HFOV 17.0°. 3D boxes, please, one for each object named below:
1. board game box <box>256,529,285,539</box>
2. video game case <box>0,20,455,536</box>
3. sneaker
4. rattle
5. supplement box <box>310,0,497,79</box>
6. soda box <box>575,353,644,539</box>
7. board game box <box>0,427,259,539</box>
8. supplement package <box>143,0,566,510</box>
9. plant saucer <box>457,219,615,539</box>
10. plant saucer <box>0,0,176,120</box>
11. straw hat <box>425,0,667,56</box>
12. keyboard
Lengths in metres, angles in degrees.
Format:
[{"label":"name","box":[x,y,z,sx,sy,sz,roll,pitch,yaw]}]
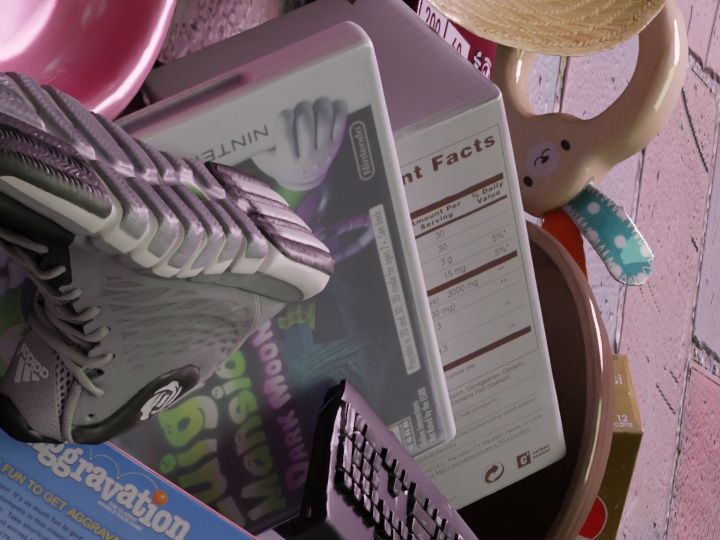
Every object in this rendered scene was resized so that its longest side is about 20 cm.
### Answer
[{"label":"board game box","box":[-0.067,0.201,0.937,0.103,0.105,0.200,-56,171,28]},{"label":"video game case","box":[-0.060,0.025,0.918,0.182,0.023,0.200,-25,129,-15]},{"label":"sneaker","box":[-0.099,0.010,0.808,0.116,0.075,0.200,-49,145,14]},{"label":"rattle","box":[0.101,-0.093,1.297,0.143,0.130,0.200,53,48,-65]},{"label":"supplement box","box":[0.036,-0.186,1.201,0.109,0.061,0.200,39,58,-62]},{"label":"soda box","box":[0.102,0.139,1.329,0.064,0.068,0.200,-96,-168,-49]},{"label":"board game box","box":[-0.067,0.135,0.851,0.103,0.200,0.019,-57,-179,-24]},{"label":"supplement package","box":[0.000,0.000,1.029,0.117,0.117,0.200,-24,128,-14]},{"label":"plant saucer","box":[0.053,0.073,1.141,0.029,0.200,0.201,15,79,-35]},{"label":"plant saucer","box":[-0.125,-0.143,0.825,0.200,0.051,0.201,1,90,-66]},{"label":"straw hat","box":[0.050,-0.181,1.095,0.201,0.085,0.202,7,77,-33]},{"label":"keyboard","box":[0.028,0.144,0.964,0.200,0.021,0.127,51,38,-43]}]
